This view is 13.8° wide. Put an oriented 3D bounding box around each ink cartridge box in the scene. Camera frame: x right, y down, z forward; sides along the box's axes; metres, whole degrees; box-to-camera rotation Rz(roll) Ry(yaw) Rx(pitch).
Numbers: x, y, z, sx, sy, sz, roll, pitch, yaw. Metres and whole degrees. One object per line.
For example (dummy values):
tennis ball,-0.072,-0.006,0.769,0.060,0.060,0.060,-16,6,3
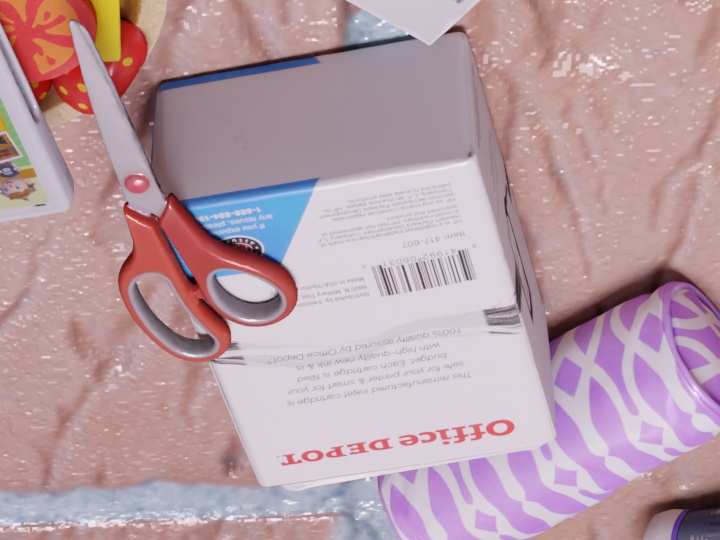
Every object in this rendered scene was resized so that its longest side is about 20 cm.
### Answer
ink cartridge box,0.000,0.000,1.356,0.146,0.084,0.200,-9,138,8

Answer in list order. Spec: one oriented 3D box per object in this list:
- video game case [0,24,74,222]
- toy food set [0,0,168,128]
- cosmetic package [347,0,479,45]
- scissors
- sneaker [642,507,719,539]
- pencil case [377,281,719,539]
video game case,-0.241,-0.079,1.231,0.200,0.022,0.182,-9,133,13
toy food set,-0.180,-0.117,1.243,0.200,0.049,0.198,0,138,-2
cosmetic package,-0.039,-0.169,1.167,0.200,0.083,0.051,26,134,-28
scissors,-0.096,-0.028,1.253,0.073,0.014,0.200,-18,135,22
sneaker,0.242,0.196,1.572,0.146,0.081,0.200,-2,136,27
pencil case,0.102,0.078,1.458,0.200,0.084,0.085,-29,155,28
